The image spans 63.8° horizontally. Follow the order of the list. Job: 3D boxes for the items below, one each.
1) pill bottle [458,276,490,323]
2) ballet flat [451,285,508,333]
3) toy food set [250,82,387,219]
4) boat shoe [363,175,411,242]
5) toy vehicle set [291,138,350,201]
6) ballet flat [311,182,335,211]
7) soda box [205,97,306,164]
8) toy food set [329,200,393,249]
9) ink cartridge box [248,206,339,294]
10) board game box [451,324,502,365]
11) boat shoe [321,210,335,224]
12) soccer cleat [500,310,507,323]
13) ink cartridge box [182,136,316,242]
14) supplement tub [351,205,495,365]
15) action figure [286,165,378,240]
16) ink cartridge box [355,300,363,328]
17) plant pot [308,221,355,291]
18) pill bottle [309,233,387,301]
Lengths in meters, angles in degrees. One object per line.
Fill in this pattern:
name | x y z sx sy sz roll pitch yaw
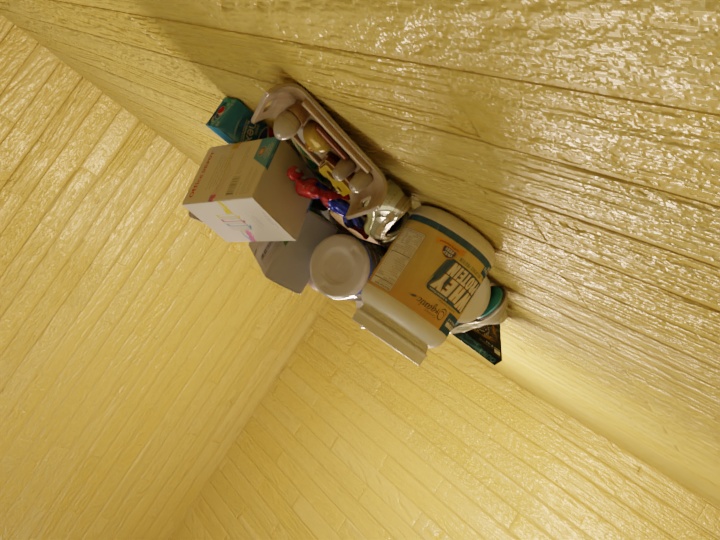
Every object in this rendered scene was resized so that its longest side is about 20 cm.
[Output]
pill bottle | 0.154 0.030 1.098 0.106 0.107 0.200 35 176 -17
ballet flat | 0.230 0.079 1.097 0.069 0.070 0.200 35 151 -13
toy food set | -0.061 -0.151 0.782 0.200 0.060 0.143 46 166 -12
boat shoe | 0.050 -0.082 0.904 0.063 0.073 0.201 38 169 12
toy vehicle set | -0.036 -0.161 0.951 0.124 0.027 0.200 33 176 13
ballet flat | -0.088 -0.161 1.140 0.046 0.068 0.200 12 -169 -32
soda box | -0.181 -0.227 1.068 0.200 0.064 0.068 37 174 -38
toy food set | 0.017 -0.091 1.181 0.199 0.049 0.198 33 176 13
ink cartridge box | -0.135 -0.064 1.123 0.084 0.147 0.200 29 -172 -26
board game box | 0.235 0.105 1.284 0.199 0.028 0.136 37 -144 -17
boat shoe | -0.089 -0.076 1.250 0.066 0.202 0.070 0 -156 7
soccer cleat | 0.216 0.057 1.210 0.199 0.070 0.077 31 -177 27
ink cartridge box | -0.199 -0.136 1.014 0.199 0.129 0.125 1 150 35
supplement tub | 0.091 0.022 0.855 0.144 0.201 0.145 33 176 3
action figure | -0.044 -0.117 0.978 0.199 0.052 0.065 29 174 -33
ink cartridge box | 0.092 0.087 1.261 0.199 0.117 0.068 15 -122 -55
plant pot | -0.005 -0.026 1.353 0.199 0.188 0.187 11 163 36
pill bottle | 0.000 0.000 1.069 0.113 0.114 0.200 32 -171 22
